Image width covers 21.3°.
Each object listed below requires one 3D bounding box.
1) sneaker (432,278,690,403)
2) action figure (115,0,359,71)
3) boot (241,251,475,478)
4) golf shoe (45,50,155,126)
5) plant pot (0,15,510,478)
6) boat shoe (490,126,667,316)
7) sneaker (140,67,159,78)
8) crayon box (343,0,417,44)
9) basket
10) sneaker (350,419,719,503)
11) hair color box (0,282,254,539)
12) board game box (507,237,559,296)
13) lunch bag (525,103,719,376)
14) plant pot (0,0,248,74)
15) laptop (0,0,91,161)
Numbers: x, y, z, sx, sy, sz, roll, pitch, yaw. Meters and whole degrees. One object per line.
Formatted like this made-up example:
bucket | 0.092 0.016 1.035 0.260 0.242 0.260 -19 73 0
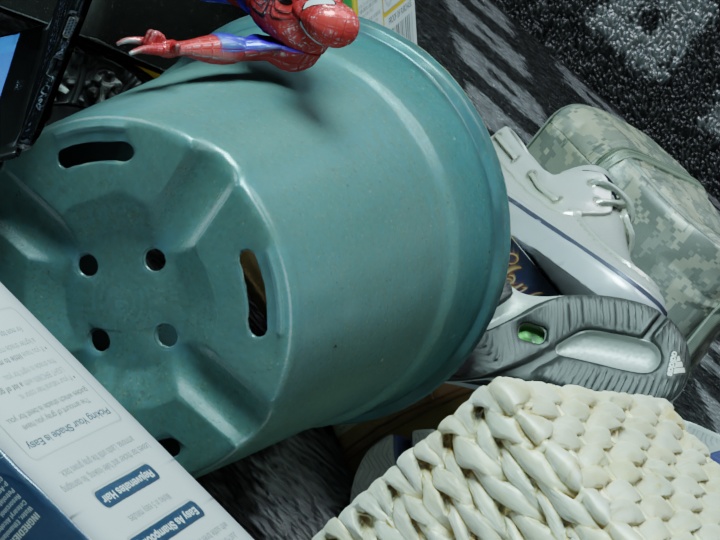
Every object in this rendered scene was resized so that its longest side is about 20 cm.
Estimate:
sneaker | 0.060 0.046 0.972 0.200 0.076 0.115 18 -24 7
action figure | -0.076 -0.134 0.808 0.099 0.066 0.200 5 20 -38
boot | 0.000 0.000 1.039 0.200 0.066 0.175 59 29 8
golf shoe | -0.147 -0.080 1.032 0.094 0.078 0.200 32 5 32
plant pot | -0.058 -0.005 0.823 0.200 0.200 0.196 44 23 7
boat shoe | 0.118 -0.028 1.073 0.071 0.070 0.200 46 -2 -34
sneaker | -0.162 -0.178 1.239 0.200 0.073 0.077 26 30 -41
crayon box | -0.012 -0.196 1.035 0.051 0.201 0.126 2 20 15
basket | 0.089 0.161 0.769 0.198 0.161 0.200 50 18 25
sneaker | 0.107 0.111 0.949 0.115 0.199 0.081 18 72 -66
hair color box | -0.107 0.085 0.662 0.200 0.061 0.100 44 15 7
board game box | 0.048 -0.022 1.120 0.136 0.035 0.200 46 -2 -42
lunch bag | 0.162 0.018 1.287 0.139 0.200 0.168 21 22 -48
plant pot | -0.134 -0.213 1.069 0.199 0.178 0.199 24 4 31
laptop | -0.162 -0.118 0.771 0.103 0.201 0.177 20 20 -13
